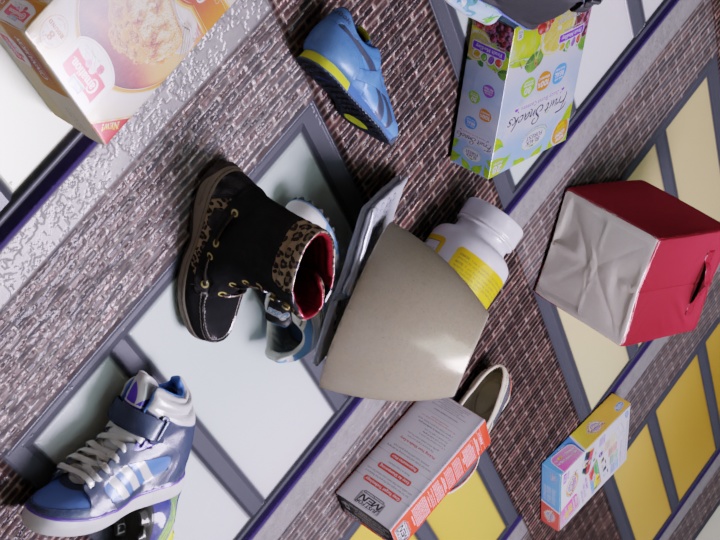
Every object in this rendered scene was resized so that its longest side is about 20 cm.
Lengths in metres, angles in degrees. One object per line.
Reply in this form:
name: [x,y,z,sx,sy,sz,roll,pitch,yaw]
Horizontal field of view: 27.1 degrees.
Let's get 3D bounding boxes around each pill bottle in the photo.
pill bottle: [0.112,0.013,1.834,0.200,0.111,0.111,-55,148,-8]

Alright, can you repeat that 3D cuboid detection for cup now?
cup: [0.058,0.066,1.660,0.200,0.143,0.201,24,90,-85]

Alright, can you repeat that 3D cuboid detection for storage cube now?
storage cube: [0.382,-0.014,2.123,0.179,0.200,0.171,-8,123,-44]

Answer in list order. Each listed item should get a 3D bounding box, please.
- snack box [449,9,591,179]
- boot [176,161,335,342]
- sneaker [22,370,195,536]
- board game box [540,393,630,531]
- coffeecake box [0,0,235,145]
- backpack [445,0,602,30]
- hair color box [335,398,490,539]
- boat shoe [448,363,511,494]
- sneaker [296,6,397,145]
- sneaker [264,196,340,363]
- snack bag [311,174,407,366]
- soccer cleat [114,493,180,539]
snack box: [0.194,-0.231,1.798,0.168,0.068,0.201,-29,138,-41]
boot: [-0.103,0.008,1.486,0.073,0.150,0.201,-19,129,-47]
sneaker: [-0.249,0.170,1.492,0.200,0.080,0.147,-13,117,-46]
board game box: [0.381,0.324,2.532,0.200,0.040,0.153,-39,142,-31]
coffeecake box: [-0.199,-0.231,1.234,0.200,0.073,0.154,-51,148,-14]
backpack: [0.140,-0.358,1.524,0.183,0.147,0.201,9,67,-59]
hair color box: [0.072,0.260,1.986,0.200,0.101,0.061,-46,145,-21]
boat shoe: [0.150,0.220,2.087,0.200,0.071,0.063,-55,164,-20]
sneaker: [0.004,-0.200,1.556,0.079,0.066,0.200,-59,148,-10]
sneaker: [-0.069,0.015,1.616,0.072,0.072,0.201,-40,144,-48]
snack bag: [0.000,0.000,1.678,0.189,0.021,0.201,-49,159,-72]
soccer cleat: [-0.234,0.318,1.634,0.084,0.065,0.201,-19,129,-50]
